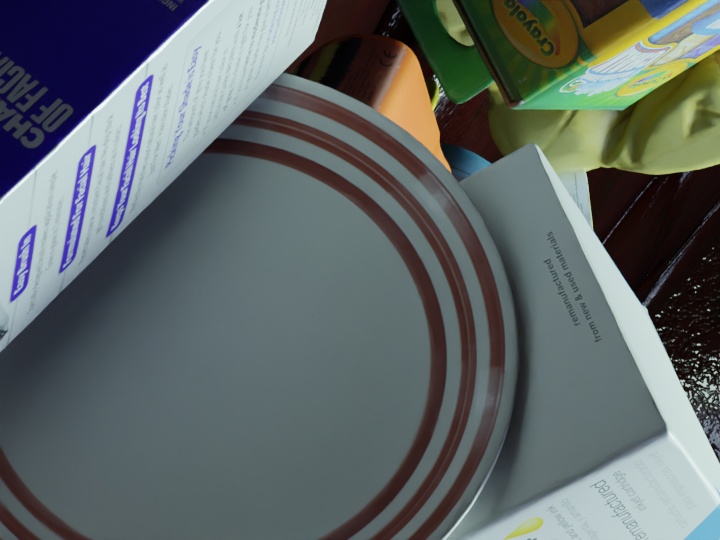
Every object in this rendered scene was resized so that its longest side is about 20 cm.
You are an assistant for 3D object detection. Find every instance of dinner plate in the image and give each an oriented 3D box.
[{"bbox_3d":[-0.049,0.025,0.916,0.200,0.200,0.024,-48,165,-20],"label":"dinner plate"}]

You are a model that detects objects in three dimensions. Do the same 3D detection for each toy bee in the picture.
[{"bbox_3d":[0.000,0.000,1.086,0.131,0.108,0.201,-45,127,-50],"label":"toy bee"}]

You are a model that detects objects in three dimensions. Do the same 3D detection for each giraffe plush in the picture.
[{"bbox_3d":[0.119,-0.127,1.335,0.162,0.172,0.200,-72,175,-45],"label":"giraffe plush"}]

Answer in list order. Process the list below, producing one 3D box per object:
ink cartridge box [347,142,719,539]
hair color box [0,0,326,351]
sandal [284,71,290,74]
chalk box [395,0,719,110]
[{"bbox_3d":[0.014,0.077,0.983,0.200,0.126,0.129,-29,145,8],"label":"ink cartridge box"},{"bbox_3d":[-0.086,-0.057,0.868,0.200,0.065,0.109,-48,170,-30],"label":"hair color box"},{"bbox_3d":[-0.056,-0.041,1.102,0.076,0.043,0.200,-54,169,10],"label":"sandal"},{"bbox_3d":[0.095,-0.140,1.099,0.200,0.125,0.124,-32,170,23],"label":"chalk box"}]
